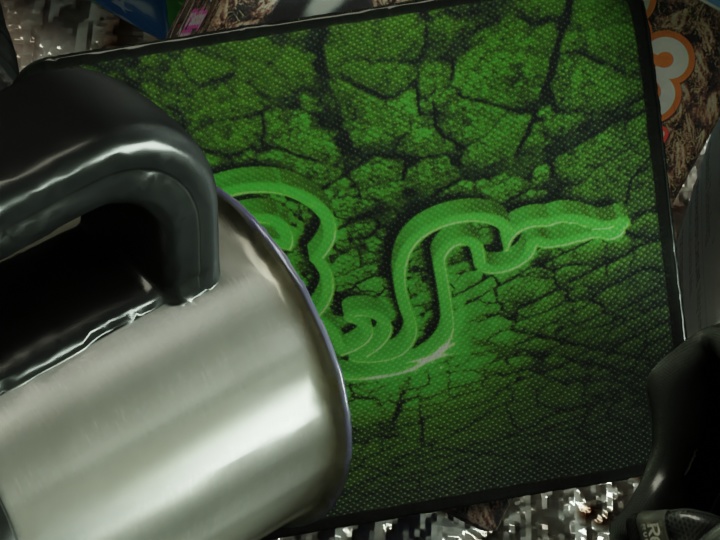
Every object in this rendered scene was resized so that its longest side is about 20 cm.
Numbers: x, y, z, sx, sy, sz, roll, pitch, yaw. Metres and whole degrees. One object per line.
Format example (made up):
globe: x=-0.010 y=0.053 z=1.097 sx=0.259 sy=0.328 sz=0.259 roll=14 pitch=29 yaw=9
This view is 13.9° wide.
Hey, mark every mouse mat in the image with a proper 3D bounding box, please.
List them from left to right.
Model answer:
mouse mat: x=0.000 y=0.000 z=0.907 sx=0.199 sy=0.162 sz=0.008 roll=-10 pitch=12 yaw=-4

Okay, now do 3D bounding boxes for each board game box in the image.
board game box: x=0.015 y=-0.046 z=0.954 sx=0.159 sy=0.201 sz=0.097 roll=26 pitch=6 yaw=-11

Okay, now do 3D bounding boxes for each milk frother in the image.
milk frother: x=-0.075 y=0.073 z=0.765 sx=0.188 sy=0.181 sz=0.200 roll=-29 pitch=69 yaw=-32

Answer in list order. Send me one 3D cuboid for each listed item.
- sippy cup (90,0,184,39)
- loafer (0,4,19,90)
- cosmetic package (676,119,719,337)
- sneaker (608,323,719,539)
sippy cup: x=-0.077 y=-0.152 z=1.111 sx=0.130 sy=0.178 sz=0.140 roll=22 pitch=81 yaw=21
loafer: x=-0.153 y=-0.079 z=1.061 sx=0.070 sy=0.068 sz=0.200 roll=-37 pitch=62 yaw=-26
cosmetic package: x=0.206 y=-0.026 z=0.983 sx=0.167 sy=0.201 sz=0.166 roll=15 pitch=25 yaw=-1
sneaker: x=0.099 y=0.108 z=0.834 sx=0.085 sy=0.074 sz=0.201 roll=29 pitch=61 yaw=-37
